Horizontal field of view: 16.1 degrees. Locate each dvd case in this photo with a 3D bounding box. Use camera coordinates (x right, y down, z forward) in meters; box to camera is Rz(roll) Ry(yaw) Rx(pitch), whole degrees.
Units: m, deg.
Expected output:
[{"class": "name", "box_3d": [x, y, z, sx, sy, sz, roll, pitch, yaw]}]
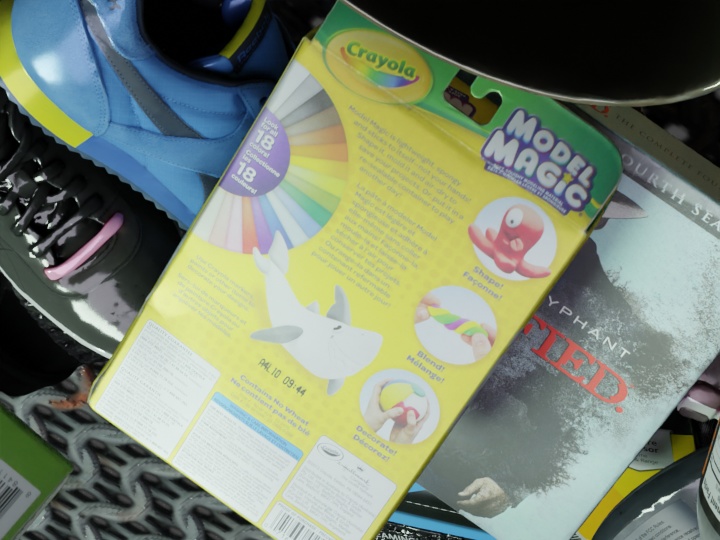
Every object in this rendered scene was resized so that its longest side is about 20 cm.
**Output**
[{"class": "dvd case", "box_3d": [0.053, 0.011, 0.923, 0.146, 0.022, 0.200, 35, 133, 3]}]

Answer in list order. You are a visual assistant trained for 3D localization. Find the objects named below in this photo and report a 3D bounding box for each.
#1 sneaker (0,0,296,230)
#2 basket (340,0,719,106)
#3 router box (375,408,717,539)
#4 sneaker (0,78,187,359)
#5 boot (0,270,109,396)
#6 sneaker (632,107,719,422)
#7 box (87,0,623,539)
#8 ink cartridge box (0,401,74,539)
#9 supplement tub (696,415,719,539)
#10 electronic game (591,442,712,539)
[{"class": "sneaker", "box_3d": [-0.043, -0.057, 0.935, 0.078, 0.066, 0.200, -22, 143, 32]}, {"class": "basket", "box_3d": [0.058, -0.171, 0.654, 0.180, 0.200, 0.136, 39, 142, -17]}, {"class": "router box", "box_3d": [0.056, 0.070, 1.072, 0.200, 0.051, 0.149, 8, 139, 22]}, {"class": "sneaker", "box_3d": [-0.133, -0.039, 0.931, 0.071, 0.099, 0.200, -38, 88, 9]}, {"class": "boot", "box_3d": [-0.138, -0.042, 1.021, 0.158, 0.079, 0.211, -19, 126, 42]}, {"class": "sneaker", "box_3d": [0.107, -0.019, 0.922, 0.200, 0.076, 0.116, 21, 140, 5]}, {"class": "box", "box_3d": [0.000, 0.000, 0.878, 0.117, 0.048, 0.200, 35, 121, 3]}, {"class": "ink cartridge box", "box_3d": [-0.230, 0.040, 1.091, 0.148, 0.076, 0.200, 45, 171, -34]}, {"class": "supplement tub", "box_3d": [0.181, 0.041, 0.815, 0.122, 0.123, 0.200, 17, 115, 9]}, {"class": "electronic game", "box_3d": [0.185, 0.097, 0.983, 0.200, 0.042, 0.200, -10, 152, -5]}]
